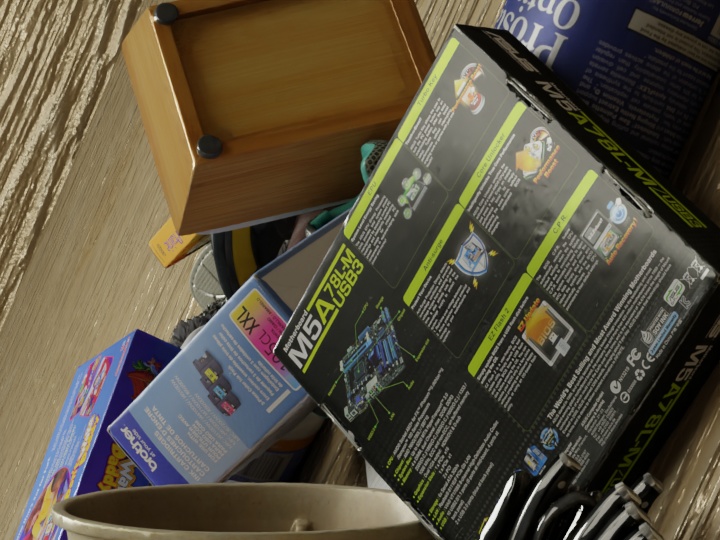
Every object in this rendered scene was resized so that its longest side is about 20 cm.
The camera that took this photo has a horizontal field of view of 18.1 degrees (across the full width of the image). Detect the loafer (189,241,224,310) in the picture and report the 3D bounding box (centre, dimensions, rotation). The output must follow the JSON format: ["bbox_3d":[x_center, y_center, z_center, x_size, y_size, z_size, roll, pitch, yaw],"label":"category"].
[{"bbox_3d":[-0.065,-0.027,1.780,0.063,0.072,0.200,-48,4,-42],"label":"loafer"}]

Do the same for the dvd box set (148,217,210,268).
[{"bbox_3d":[-0.079,-0.075,1.794,0.146,0.029,0.200,-34,-2,-27],"label":"dvd box set"}]

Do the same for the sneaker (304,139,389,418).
[{"bbox_3d":[0.000,0.000,1.431,0.201,0.091,0.078,-62,15,20],"label":"sneaker"}]

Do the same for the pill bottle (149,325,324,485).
[{"bbox_3d":[-0.113,0.145,1.578,0.201,0.111,0.112,-59,16,27],"label":"pill bottle"}]

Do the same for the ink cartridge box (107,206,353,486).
[{"bbox_3d":[-0.061,0.062,1.366,0.200,0.076,0.136,-47,-7,36],"label":"ink cartridge box"}]

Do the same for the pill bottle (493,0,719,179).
[{"bbox_3d":[0.111,-0.086,1.123,0.201,0.111,0.112,-66,15,6],"label":"pill bottle"}]

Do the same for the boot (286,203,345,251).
[{"bbox_3d":[-0.010,-0.041,1.514,0.166,0.072,0.201,-61,-14,-65],"label":"boot"}]

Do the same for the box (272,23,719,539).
[{"bbox_3d":[0.066,0.022,1.049,0.193,0.047,0.201,47,120,35],"label":"box"}]

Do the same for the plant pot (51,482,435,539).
[{"bbox_3d":[-0.053,0.208,1.121,0.200,0.199,0.185,-176,86,-75],"label":"plant pot"}]

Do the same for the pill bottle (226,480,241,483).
[{"bbox_3d":[-0.073,0.201,1.353,0.114,0.112,0.200,-64,14,11],"label":"pill bottle"}]

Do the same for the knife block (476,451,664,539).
[{"bbox_3d":[0.074,0.182,0.932,0.175,0.064,0.201,-21,58,56],"label":"knife block"}]

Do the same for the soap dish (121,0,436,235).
[{"bbox_3d":[-0.041,-0.116,1.455,0.081,0.199,0.158,93,161,-58],"label":"soap dish"}]

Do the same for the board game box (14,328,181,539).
[{"bbox_3d":[-0.182,0.150,1.500,0.134,0.045,0.201,-29,39,63],"label":"board game box"}]

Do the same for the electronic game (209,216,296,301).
[{"bbox_3d":[-0.047,-0.061,1.598,0.200,0.041,0.201,-40,-43,-51],"label":"electronic game"}]

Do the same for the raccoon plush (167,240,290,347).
[{"bbox_3d":[-0.086,0.062,1.738,0.200,0.097,0.134,-39,-1,-6],"label":"raccoon plush"}]

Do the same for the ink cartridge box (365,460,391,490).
[{"bbox_3d":[0.038,0.098,1.262,0.095,0.037,0.200,-60,14,22],"label":"ink cartridge box"}]
